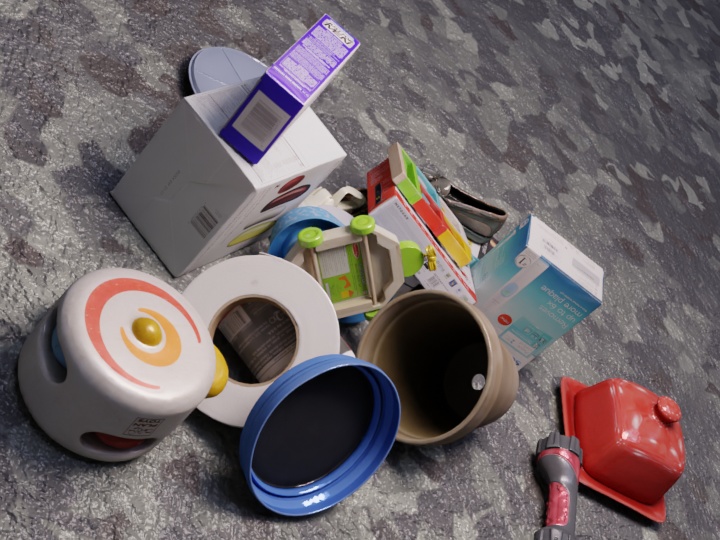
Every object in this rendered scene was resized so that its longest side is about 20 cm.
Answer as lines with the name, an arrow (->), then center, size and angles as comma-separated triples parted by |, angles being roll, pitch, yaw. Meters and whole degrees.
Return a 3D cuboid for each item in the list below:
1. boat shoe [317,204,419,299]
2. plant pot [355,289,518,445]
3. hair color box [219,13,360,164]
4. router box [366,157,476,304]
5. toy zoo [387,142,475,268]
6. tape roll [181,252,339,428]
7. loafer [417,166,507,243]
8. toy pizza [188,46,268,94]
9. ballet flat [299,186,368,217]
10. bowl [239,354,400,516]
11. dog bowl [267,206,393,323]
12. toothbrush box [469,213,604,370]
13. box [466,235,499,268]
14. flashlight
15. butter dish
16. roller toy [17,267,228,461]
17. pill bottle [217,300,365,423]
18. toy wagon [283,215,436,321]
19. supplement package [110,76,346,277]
boat shoe -> -0.001, -0.021, 1.713 | 0.200, 0.066, 0.072 | 31, 25, -36
plant pot -> 0.119, 0.137, 1.612 | 0.174, 0.200, 0.200 | 22, 39, -56
hair color box -> -0.082, -0.221, 1.471 | 0.065, 0.109, 0.200 | 41, 35, -4
router box -> 0.085, -0.051, 1.763 | 0.200, 0.049, 0.180 | 51, 14, -19
toy zoo -> 0.107, -0.084, 1.765 | 0.200, 0.020, 0.131 | 51, 14, -20
tape roll -> -0.123, 0.082, 1.413 | 0.203, 0.203, 0.037 | 53, -7, 9
loafer -> 0.135, -0.116, 1.870 | 0.200, 0.063, 0.072 | 30, 40, -19
toy pizza -> -0.170, -0.248, 1.806 | 0.200, 0.032, 0.200 | 27, 39, -24
ballet flat -> -0.046, -0.087, 1.736 | 0.200, 0.072, 0.068 | -12, 56, -49
bowl -> -0.047, 0.183, 1.382 | 0.201, 0.201, 0.039 | 8, 21, -41
dog bowl -> -0.040, -0.011, 1.628 | 0.200, 0.111, 0.050 | 39, 19, -32
toothbrush box -> 0.235, 0.038, 1.789 | 0.146, 0.200, 0.085 | 37, 37, -14
box -> 0.161, -0.038, 1.917 | 0.200, 0.049, 0.082 | 36, 37, -12
flashlight -> 0.265, 0.315, 1.671 | 0.200, 0.068, 0.068 | -72, 150, -47
butter dish -> 0.412, 0.239, 1.818 | 0.199, 0.148, 0.200 | 30, 38, -23
roller toy -> -0.252, 0.097, 1.294 | 0.200, 0.140, 0.182 | 43, 36, -4
pill bottle -> -0.078, 0.102, 1.486 | 0.200, 0.114, 0.114 | 52, 36, 8
toy wagon -> 0.000, 0.000, 1.589 | 0.200, 0.155, 0.040 | -14, 37, -7
supplement package -> -0.165, -0.124, 1.552 | 0.147, 0.191, 0.200 | 52, 37, 7
